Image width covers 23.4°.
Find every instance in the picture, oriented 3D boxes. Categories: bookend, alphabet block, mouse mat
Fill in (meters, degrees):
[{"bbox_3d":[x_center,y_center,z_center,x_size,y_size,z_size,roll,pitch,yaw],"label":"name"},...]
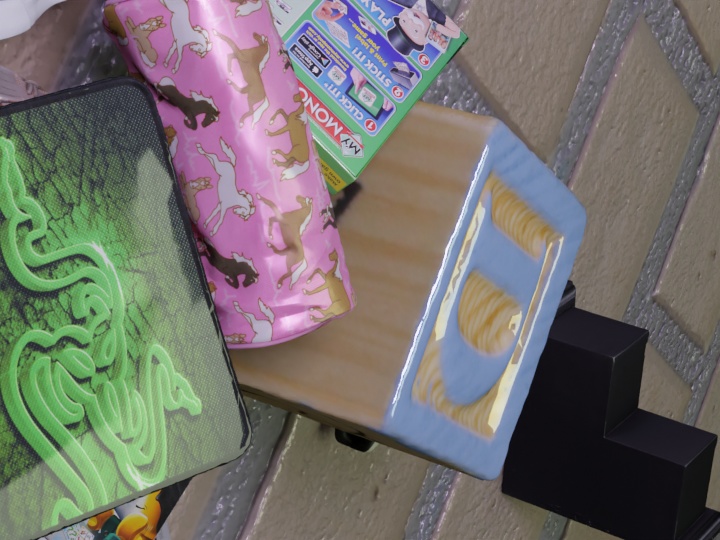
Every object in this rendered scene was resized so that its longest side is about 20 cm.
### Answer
[{"bbox_3d":[0.246,0.138,1.620,0.092,0.199,0.200,-29,129,-50],"label":"bookend"},{"bbox_3d":[0.000,0.000,1.095,0.195,0.200,0.197,36,73,-60],"label":"alphabet block"},{"bbox_3d":[-0.144,0.019,0.824,0.161,0.008,0.200,-20,98,-29],"label":"mouse mat"}]

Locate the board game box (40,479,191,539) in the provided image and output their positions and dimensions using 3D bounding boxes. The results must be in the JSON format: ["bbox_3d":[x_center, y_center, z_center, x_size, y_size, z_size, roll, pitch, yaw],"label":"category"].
[{"bbox_3d":[-0.169,0.082,0.958,0.126,0.035,0.200,-59,135,-26],"label":"board game box"}]

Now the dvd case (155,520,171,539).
[{"bbox_3d":[-0.178,0.235,1.041,0.200,0.025,0.150,-45,141,-40],"label":"dvd case"}]

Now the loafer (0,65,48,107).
[{"bbox_3d":[-0.159,-0.065,0.892,0.200,0.063,0.072,37,36,-63],"label":"loafer"}]

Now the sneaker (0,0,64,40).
[{"bbox_3d":[-0.180,-0.151,0.817,0.200,0.073,0.071,-58,140,-63],"label":"sneaker"}]

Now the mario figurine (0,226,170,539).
[{"bbox_3d":[-0.164,0.053,0.879,0.200,0.106,0.124,-59,150,-27],"label":"mario figurine"}]

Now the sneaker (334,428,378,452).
[{"bbox_3d":[0.007,0.053,1.269,0.088,0.076,0.200,-50,144,-37],"label":"sneaker"}]

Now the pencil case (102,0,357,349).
[{"bbox_3d":[-0.066,-0.056,0.893,0.083,0.087,0.200,-21,102,-18],"label":"pencil case"}]

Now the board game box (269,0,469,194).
[{"bbox_3d":[-0.046,-0.157,0.968,0.200,0.029,0.135,45,56,-10],"label":"board game box"}]
